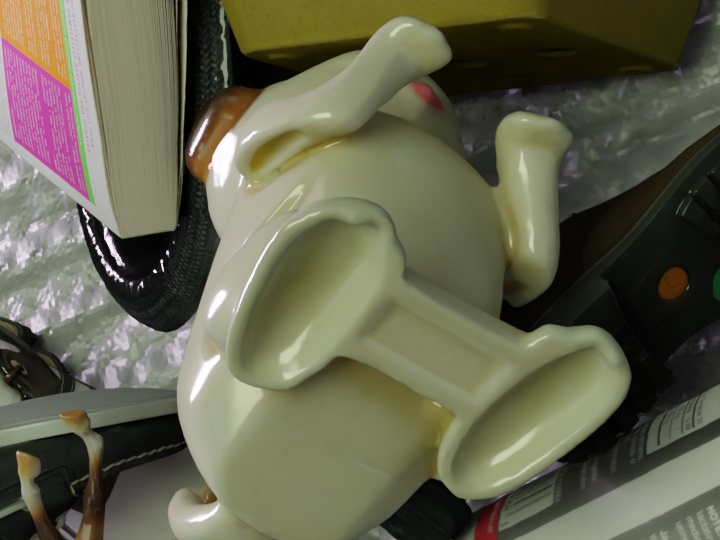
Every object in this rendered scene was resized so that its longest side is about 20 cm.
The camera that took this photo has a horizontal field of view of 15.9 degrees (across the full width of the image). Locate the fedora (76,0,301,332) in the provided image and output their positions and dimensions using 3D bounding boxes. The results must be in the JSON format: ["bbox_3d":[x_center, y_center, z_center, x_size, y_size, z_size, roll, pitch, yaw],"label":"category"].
[{"bbox_3d":[-0.060,-0.075,1.123,0.201,0.091,0.201,176,90,-65],"label":"fedora"}]

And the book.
[{"bbox_3d":[-0.130,-0.104,1.103,0.200,0.048,0.134,-144,49,-59],"label":"book"}]

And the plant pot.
[{"bbox_3d":[0.041,-0.169,1.038,0.200,0.200,0.177,-5,83,31],"label":"plant pot"}]

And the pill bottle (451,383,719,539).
[{"bbox_3d":[0.141,0.102,0.971,0.200,0.111,0.111,-30,67,24],"label":"pill bottle"}]

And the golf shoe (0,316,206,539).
[{"bbox_3d":[-0.139,0.082,1.159,0.200,0.094,0.078,27,94,31],"label":"golf shoe"}]

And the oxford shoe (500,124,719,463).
[{"bbox_3d":[0.115,-0.014,1.004,0.200,0.073,0.084,-37,28,-17],"label":"oxford shoe"}]

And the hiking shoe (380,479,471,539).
[{"bbox_3d":[0.015,0.034,1.042,0.087,0.074,0.200,-43,30,14],"label":"hiking shoe"}]

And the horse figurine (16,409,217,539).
[{"bbox_3d":[-0.080,0.113,1.068,0.050,0.200,0.133,13,114,45],"label":"horse figurine"}]

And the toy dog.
[{"bbox_3d":[0.000,0.000,0.958,0.194,0.139,0.200,-58,21,31],"label":"toy dog"}]

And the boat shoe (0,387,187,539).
[{"bbox_3d":[-0.159,0.091,1.077,0.076,0.200,0.060,-178,79,-68],"label":"boat shoe"}]
